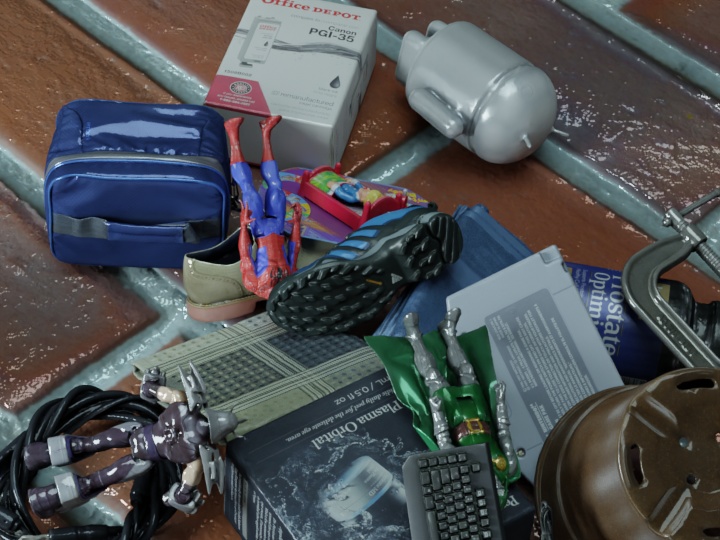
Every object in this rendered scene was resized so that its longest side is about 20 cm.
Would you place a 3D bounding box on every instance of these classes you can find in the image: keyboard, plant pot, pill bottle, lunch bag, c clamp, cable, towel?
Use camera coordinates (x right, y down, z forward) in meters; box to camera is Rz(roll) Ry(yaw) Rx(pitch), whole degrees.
[{"bbox_3d":[0.109,0.241,1.536,0.127,0.021,0.200,-9,88,-5],"label":"keyboard"},{"bbox_3d":[0.264,0.176,1.589,0.200,0.198,0.201,2,75,-7],"label":"plant pot"},{"bbox_3d":[0.253,0.057,1.798,0.200,0.112,0.112,9,48,5],"label":"pill bottle"},{"bbox_3d":[-0.213,-0.076,1.873,0.199,0.136,0.133,2,48,-4],"label":"lunch bag"},{"bbox_3d":[0.333,0.022,1.751,0.171,0.027,0.200,-23,66,-29],"label":"c clamp"},{"bbox_3d":[-0.240,0.185,1.692,0.163,0.051,0.200,32,53,23],"label":"cable"},{"bbox_3d":[-0.089,0.098,1.747,0.200,0.035,0.192,-19,29,-28],"label":"towel"},{"bbox_3d":[0.098,0.032,1.835,0.112,0.049,0.200,43,51,-11],"label":"towel"}]

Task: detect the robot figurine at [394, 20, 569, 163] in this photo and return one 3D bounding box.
[{"bbox_3d":[0.129,-0.189,2.013,0.169,0.113,0.200,-29,55,-36],"label":"robot figurine"}]

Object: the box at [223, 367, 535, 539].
[{"bbox_3d":[0.014,0.210,1.642,0.196,0.118,0.200,-24,55,-24],"label":"box"}]

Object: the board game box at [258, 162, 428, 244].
[{"bbox_3d":[-0.002,-0.075,1.903,0.200,0.039,0.158,12,27,-8],"label":"board game box"}]

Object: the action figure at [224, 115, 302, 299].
[{"bbox_3d":[-0.090,-0.049,1.810,0.065,0.052,0.200,-5,84,-30],"label":"action figure"}]

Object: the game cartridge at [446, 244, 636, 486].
[{"bbox_3d":[0.164,0.094,1.731,0.133,0.040,0.200,-25,85,0],"label":"game cartridge"}]

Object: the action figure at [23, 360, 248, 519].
[{"bbox_3d":[-0.189,0.151,1.617,0.200,0.069,0.130,-17,70,12],"label":"action figure"}]

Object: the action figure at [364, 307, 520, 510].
[{"bbox_3d":[0.088,0.122,1.617,0.118,0.055,0.200,-8,53,-17],"label":"action figure"}]

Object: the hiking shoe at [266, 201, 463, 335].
[{"bbox_3d":[0.000,0.000,1.797,0.200,0.075,0.087,-24,22,-9],"label":"hiking shoe"}]

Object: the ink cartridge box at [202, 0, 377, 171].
[{"bbox_3d":[-0.074,-0.204,2.033,0.146,0.083,0.200,11,48,8],"label":"ink cartridge box"}]

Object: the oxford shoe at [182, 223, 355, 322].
[{"bbox_3d":[-0.082,-0.014,1.857,0.200,0.074,0.071,-23,31,-24],"label":"oxford shoe"}]
